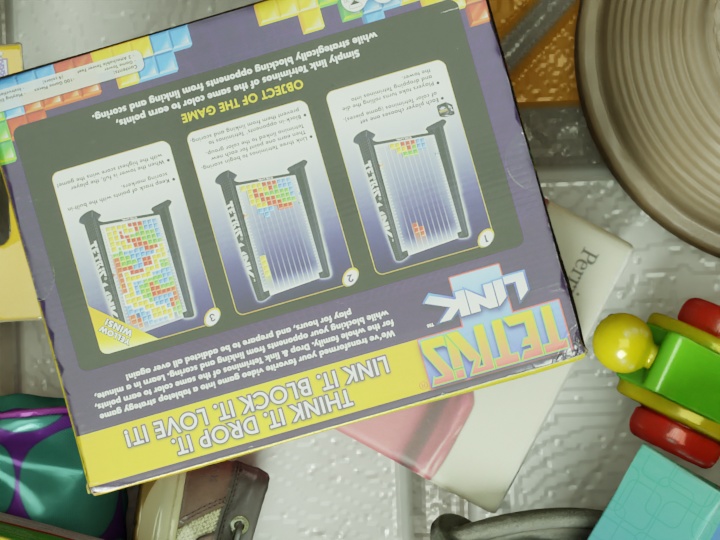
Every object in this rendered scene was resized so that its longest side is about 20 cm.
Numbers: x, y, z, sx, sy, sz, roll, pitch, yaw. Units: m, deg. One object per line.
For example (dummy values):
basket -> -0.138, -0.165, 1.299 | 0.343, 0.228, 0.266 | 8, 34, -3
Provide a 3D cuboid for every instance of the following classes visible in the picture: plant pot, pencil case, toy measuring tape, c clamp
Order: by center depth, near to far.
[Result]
c clamp -> 0.024, 0.162, 0.792 | 0.170, 0.027, 0.200 | 21, 121, -37
plant pot -> 0.194, -0.100, 0.814 | 0.200, 0.093, 0.202 | 0, 90, 5
toy measuring tape -> 0.177, 0.063, 0.831 | 0.199, 0.074, 0.074 | 26, 91, -25
pencil case -> -0.151, 0.155, 0.834 | 0.085, 0.092, 0.201 | 2, 88, 43

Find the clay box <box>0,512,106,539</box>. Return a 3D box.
clay box -> -0.151, 0.204, 0.767 | 0.114, 0.048, 0.201 | 14, 94, 8

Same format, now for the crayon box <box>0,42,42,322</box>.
crayon box -> -0.241, -0.031, 0.859 | 0.199, 0.052, 0.126 | -4, 89, 4

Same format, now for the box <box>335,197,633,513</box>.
box -> 0.000, 0.000, 0.816 | 0.199, 0.109, 0.128 | 27, 91, 4

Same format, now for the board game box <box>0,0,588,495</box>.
board game box -> -0.029, -0.020, 0.736 | 0.199, 0.057, 0.166 | -15, 90, 3

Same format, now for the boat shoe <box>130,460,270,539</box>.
boat shoe -> -0.074, 0.181, 0.837 | 0.064, 0.073, 0.201 | 4, 95, 2

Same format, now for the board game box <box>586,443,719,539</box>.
board game box -> 0.112, 0.182, 0.789 | 0.045, 0.152, 0.201 | 31, 92, 36
